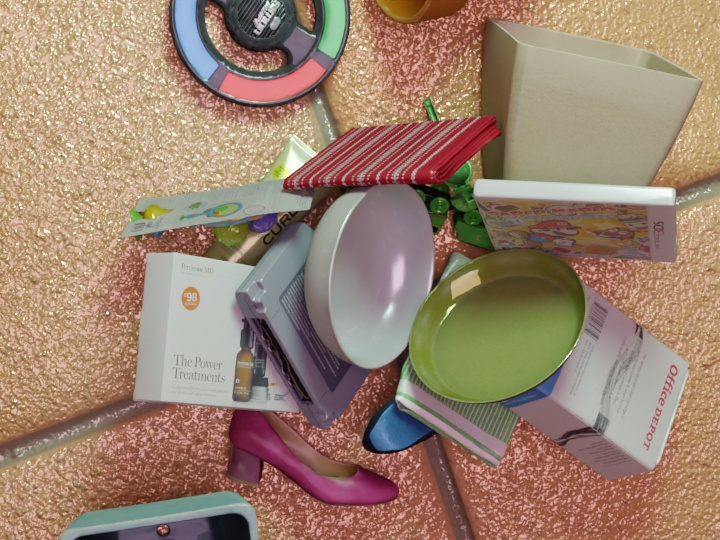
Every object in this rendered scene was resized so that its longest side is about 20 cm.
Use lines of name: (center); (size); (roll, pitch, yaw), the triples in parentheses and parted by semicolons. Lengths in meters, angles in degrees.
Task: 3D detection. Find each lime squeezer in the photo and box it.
lime squeezer: (0.101, -0.107, 1.585); (0.038, 0.200, 0.071); (-33, 129, 14)

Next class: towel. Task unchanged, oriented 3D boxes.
towel: (0.033, -0.120, 1.524); (0.145, 0.199, 0.023); (-41, 121, -45)
towel: (0.130, 0.098, 1.612); (0.152, 0.023, 0.201); (32, 63, -12)

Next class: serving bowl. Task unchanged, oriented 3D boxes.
serving bowl: (0.000, 0.000, 1.542); (0.066, 0.200, 0.201); (11, 93, 33)

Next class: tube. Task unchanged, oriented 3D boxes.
tube: (-0.110, -0.052, 1.601); (0.200, 0.052, 0.058); (-49, 129, -6)

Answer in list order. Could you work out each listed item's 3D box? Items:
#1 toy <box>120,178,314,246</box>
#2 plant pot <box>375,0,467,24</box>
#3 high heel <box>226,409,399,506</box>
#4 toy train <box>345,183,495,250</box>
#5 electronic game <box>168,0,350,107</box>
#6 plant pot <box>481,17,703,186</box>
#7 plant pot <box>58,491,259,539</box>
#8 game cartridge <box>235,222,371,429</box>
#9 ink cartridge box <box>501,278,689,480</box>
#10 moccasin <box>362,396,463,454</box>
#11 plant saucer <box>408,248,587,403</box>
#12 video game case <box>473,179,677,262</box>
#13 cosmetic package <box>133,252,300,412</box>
toy: (-0.146, -0.055, 1.548); (0.199, 0.115, 0.047); (-5, 112, 4)
plant pot: (0.114, -0.375, 1.549); (0.182, 0.200, 0.201); (-13, 96, -23)
high heel: (-0.049, 0.202, 1.614); (0.199, 0.067, 0.097); (10, 103, -5)
toy train: (0.073, -0.072, 1.622); (0.199, 0.042, 0.057); (18, 129, -11)
electronic game: (-0.109, -0.279, 1.587); (0.199, 0.042, 0.201); (-1, 94, -8)
plant pot: (0.229, -0.157, 1.578); (0.199, 0.200, 0.178); (9, 106, -8)
plant pot: (-0.203, 0.334, 1.537); (0.195, 0.200, 0.197); (-7, 94, -7)
game cartridge: (-0.052, 0.055, 1.566); (0.133, 0.041, 0.200); (-51, 127, -35)
ink cartridge box: (0.250, 0.116, 1.607); (0.200, 0.084, 0.145); (36, 59, -16)
moccasin: (0.080, 0.142, 1.627); (0.199, 0.068, 0.081); (-21, 83, -29)
plant saucer: (0.148, 0.064, 1.538); (0.200, 0.200, 0.031); (-37, 132, -4)
video game case: (0.228, -0.049, 1.513); (0.199, 0.182, 0.023); (4, 73, 14)
cosmetic package: (-0.142, 0.068, 1.526); (0.200, 0.052, 0.152); (10, 80, -48)
